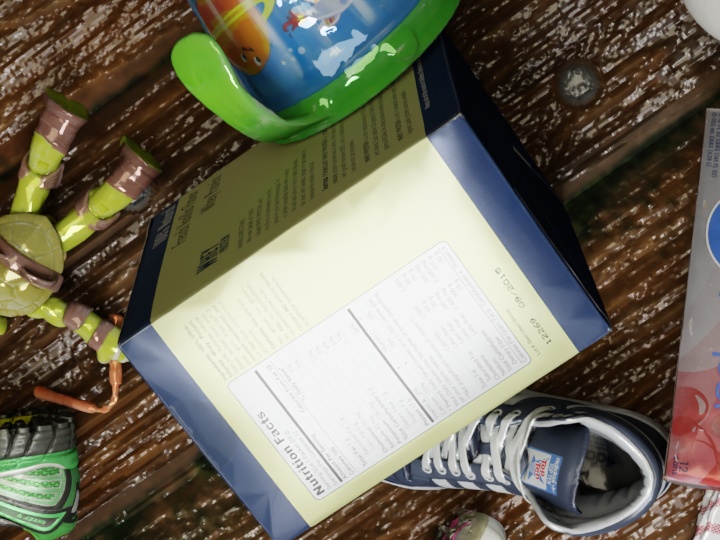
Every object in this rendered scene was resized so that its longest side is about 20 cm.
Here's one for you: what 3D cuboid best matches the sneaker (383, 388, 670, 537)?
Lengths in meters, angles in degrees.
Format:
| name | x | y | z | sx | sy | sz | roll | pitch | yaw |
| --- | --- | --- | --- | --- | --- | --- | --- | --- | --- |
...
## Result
| name | x | y | z | sx | sy | sz | roll | pitch | yaw |
| --- | --- | --- | --- | --- | --- | --- | --- | --- | --- |
| sneaker | 0.073 | 0.098 | 1.047 | 0.198 | 0.108 | 0.071 | 6 | 95 | 9 |

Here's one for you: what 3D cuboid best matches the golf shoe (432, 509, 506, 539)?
| name | x | y | z | sx | sy | sz | roll | pitch | yaw |
| --- | --- | --- | --- | --- | --- | --- | --- | --- | --- |
| golf shoe | 0.057 | 0.229 | 1.081 | 0.091 | 0.073 | 0.201 | 16 | 109 | 2 |

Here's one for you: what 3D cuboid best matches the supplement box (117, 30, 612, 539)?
| name | x | y | z | sx | sy | sz | roll | pitch | yaw |
| --- | --- | --- | --- | --- | --- | --- | --- | --- | --- |
| supplement box | 0.000 | 0.000 | 0.993 | 0.199 | 0.200 | 0.135 | -34 | 107 | 10 |

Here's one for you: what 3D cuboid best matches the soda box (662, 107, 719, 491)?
| name | x | y | z | sx | sy | sz | roll | pitch | yaw |
| --- | --- | --- | --- | --- | --- | --- | --- | --- | --- |
| soda box | 0.210 | 0.018 | 1.021 | 0.070 | 0.063 | 0.202 | 6 | 86 | 20 |

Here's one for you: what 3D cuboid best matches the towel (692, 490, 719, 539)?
| name | x | y | z | sx | sy | sz | roll | pitch | yaw |
| --- | --- | --- | --- | --- | --- | --- | --- | --- | --- |
| towel | 0.277 | 0.101 | 1.054 | 0.145 | 0.030 | 0.201 | 20 | 97 | 7 |

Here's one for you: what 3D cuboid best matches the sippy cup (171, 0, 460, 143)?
| name | x | y | z | sx | sy | sz | roll | pitch | yaw |
| --- | --- | --- | --- | --- | --- | --- | --- | --- | --- |
| sippy cup | -0.036 | -0.159 | 1.010 | 0.139 | 0.178 | 0.131 | -36 | 110 | 11 |

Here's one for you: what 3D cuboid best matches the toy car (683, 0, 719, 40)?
| name | x | y | z | sx | sy | sz | roll | pitch | yaw |
| --- | --- | --- | --- | --- | --- | --- | --- | --- | --- |
| toy car | 0.241 | -0.170 | 0.994 | 0.199 | 0.177 | 0.185 | 8 | 128 | 42 |

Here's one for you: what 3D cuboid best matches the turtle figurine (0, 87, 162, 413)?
| name | x | y | z | sx | sy | sz | roll | pitch | yaw |
| --- | --- | --- | --- | --- | --- | --- | --- | --- | --- |
| turtle figurine | -0.198 | -0.021 | 1.106 | 0.199 | 0.064 | 0.162 | 35 | 99 | 5 |

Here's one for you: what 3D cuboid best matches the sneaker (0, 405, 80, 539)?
| name | x | y | z | sx | sy | sz | roll | pitch | yaw |
| --- | --- | --- | --- | --- | --- | --- | --- | --- | --- |
| sneaker | -0.260 | 0.135 | 1.122 | 0.199 | 0.078 | 0.086 | -6 | 98 | 11 |
